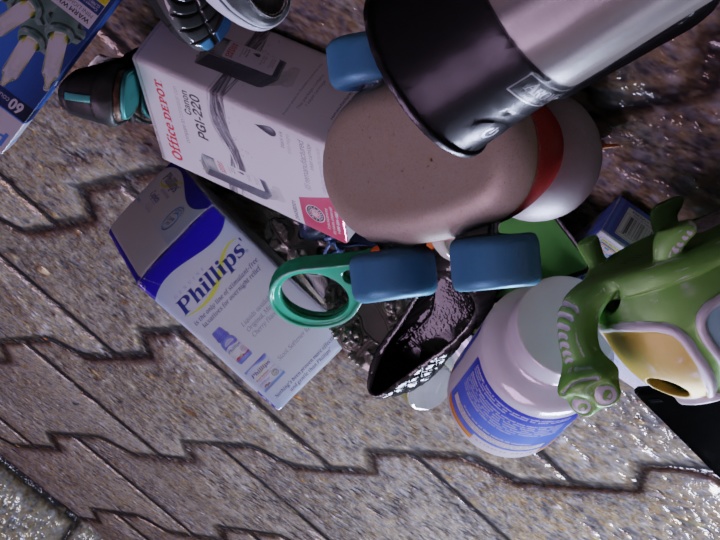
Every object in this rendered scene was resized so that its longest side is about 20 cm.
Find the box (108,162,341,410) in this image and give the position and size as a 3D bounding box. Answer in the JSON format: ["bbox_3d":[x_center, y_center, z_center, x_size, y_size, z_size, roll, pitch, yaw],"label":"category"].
[{"bbox_3d":[-0.131,0.011,1.659,0.200,0.105,0.184,45,180,-24],"label":"box"}]

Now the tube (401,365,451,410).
[{"bbox_3d":[0.018,0.062,1.648,0.200,0.052,0.058,47,129,45],"label":"tube"}]

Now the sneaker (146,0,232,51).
[{"bbox_3d":[-0.164,-0.260,1.311,0.082,0.073,0.200,11,138,48],"label":"sneaker"}]

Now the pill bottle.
[{"bbox_3d":[0.144,0.077,1.396,0.112,0.112,0.200,32,158,3],"label":"pill bottle"}]

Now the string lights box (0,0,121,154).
[{"bbox_3d":[-0.269,-0.206,1.379,0.103,0.200,0.059,37,-170,-10],"label":"string lights box"}]

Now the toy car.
[{"bbox_3d":[0.094,-0.079,1.204,0.176,0.185,0.200,-7,178,41],"label":"toy car"}]

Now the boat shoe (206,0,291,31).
[{"bbox_3d":[-0.091,-0.248,1.221,0.071,0.072,0.200,20,152,39],"label":"boat shoe"}]

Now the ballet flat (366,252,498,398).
[{"bbox_3d":[0.065,0.045,1.464,0.066,0.057,0.200,37,132,9],"label":"ballet flat"}]

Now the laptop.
[{"bbox_3d":[0.352,0.107,1.290,0.200,0.116,0.187,43,155,-18],"label":"laptop"}]

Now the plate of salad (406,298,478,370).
[{"bbox_3d":[0.079,0.052,1.611,0.200,0.048,0.200,50,168,15],"label":"plate of salad"}]

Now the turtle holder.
[{"bbox_3d":[0.227,0.027,1.186,0.141,0.185,0.132,-16,99,40],"label":"turtle holder"}]

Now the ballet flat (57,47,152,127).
[{"bbox_3d":[-0.212,-0.160,1.468,0.068,0.068,0.200,3,-174,7],"label":"ballet flat"}]

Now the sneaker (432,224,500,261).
[{"bbox_3d":[0.052,-0.100,1.315,0.084,0.075,0.201,32,145,50],"label":"sneaker"}]

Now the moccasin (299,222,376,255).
[{"bbox_3d":[-0.034,-0.052,1.527,0.199,0.068,0.081,28,155,22],"label":"moccasin"}]

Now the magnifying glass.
[{"bbox_3d":[0.000,0.000,1.488,0.200,0.022,0.080,-28,126,34],"label":"magnifying glass"}]

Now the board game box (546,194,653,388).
[{"bbox_3d":[0.247,0.041,1.386,0.200,0.043,0.199,35,156,-2],"label":"board game box"}]

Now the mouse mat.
[{"bbox_3d":[0.099,-0.048,1.399,0.161,0.008,0.200,52,158,-6],"label":"mouse mat"}]

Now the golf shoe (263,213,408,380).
[{"bbox_3d":[-0.005,0.017,1.599,0.200,0.078,0.097,56,-174,14],"label":"golf shoe"}]

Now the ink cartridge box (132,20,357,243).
[{"bbox_3d":[-0.080,-0.127,1.427,0.199,0.085,0.146,27,153,21],"label":"ink cartridge box"}]

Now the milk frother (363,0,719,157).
[{"bbox_3d":[0.101,-0.201,1.006,0.188,0.180,0.201,-30,86,27],"label":"milk frother"}]
